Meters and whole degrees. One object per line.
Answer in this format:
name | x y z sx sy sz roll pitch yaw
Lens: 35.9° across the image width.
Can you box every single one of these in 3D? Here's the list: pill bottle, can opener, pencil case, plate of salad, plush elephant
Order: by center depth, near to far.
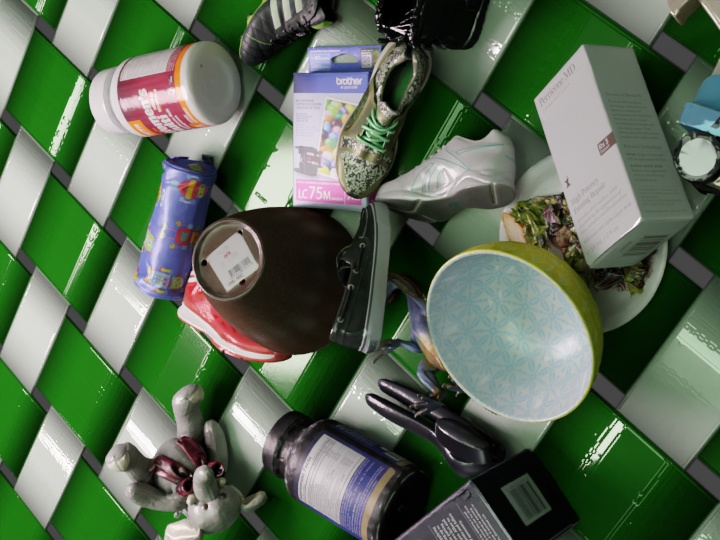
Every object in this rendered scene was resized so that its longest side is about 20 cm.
plate of salad | 0.234 -0.030 1.206 0.198 0.048 0.203 4 97 35
can opener | 0.089 0.181 1.330 0.199 0.063 0.080 28 138 40
pill bottle | -0.023 0.254 1.382 0.198 0.111 0.113 24 109 31
pill bottle | -0.266 -0.240 1.498 0.198 0.109 0.111 -4 94 35
plush elephant | -0.223 0.291 1.505 0.154 0.164 0.202 22 137 45
pencil case | -0.256 -0.062 1.530 0.087 0.077 0.203 38 118 47

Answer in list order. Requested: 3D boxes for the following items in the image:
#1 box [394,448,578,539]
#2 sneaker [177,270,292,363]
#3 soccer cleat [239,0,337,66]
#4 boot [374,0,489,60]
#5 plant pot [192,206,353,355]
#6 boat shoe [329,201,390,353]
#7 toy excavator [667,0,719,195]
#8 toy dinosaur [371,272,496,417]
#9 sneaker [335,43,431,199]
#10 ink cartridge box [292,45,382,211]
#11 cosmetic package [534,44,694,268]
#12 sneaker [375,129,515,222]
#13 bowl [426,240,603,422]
box | 0.123 0.313 1.264 0.200 0.147 0.105 -46 71 31
sneaker | -0.164 0.040 1.479 0.198 0.078 0.117 22 109 30
soccer cleat | -0.079 -0.319 1.384 0.200 0.067 0.081 -45 72 27
boot | 0.087 -0.329 1.204 0.073 0.162 0.201 20 107 30
plant pot | -0.114 0.001 1.332 0.184 0.200 0.190 -3 82 19
boat shoe | 0.000 0.000 1.256 0.069 0.056 0.202 108 169 -51
toy excavator | 0.365 -0.175 1.079 0.193 0.100 0.202 26 97 28
toy dinosaur | 0.077 0.085 1.321 0.105 0.199 0.183 -43 34 27
sneaker | 0.022 -0.178 1.288 0.076 0.089 0.202 21 101 -2
ink cartridge box | -0.029 -0.177 1.381 0.118 0.042 0.203 6 98 34
cosmetic package | 0.251 -0.116 1.120 0.102 0.073 0.202 -49 50 53
sneaker | 0.102 -0.107 1.288 0.199 0.070 0.081 -9 63 42
bowl | 0.180 0.049 1.181 0.198 0.107 0.203 21 126 31
